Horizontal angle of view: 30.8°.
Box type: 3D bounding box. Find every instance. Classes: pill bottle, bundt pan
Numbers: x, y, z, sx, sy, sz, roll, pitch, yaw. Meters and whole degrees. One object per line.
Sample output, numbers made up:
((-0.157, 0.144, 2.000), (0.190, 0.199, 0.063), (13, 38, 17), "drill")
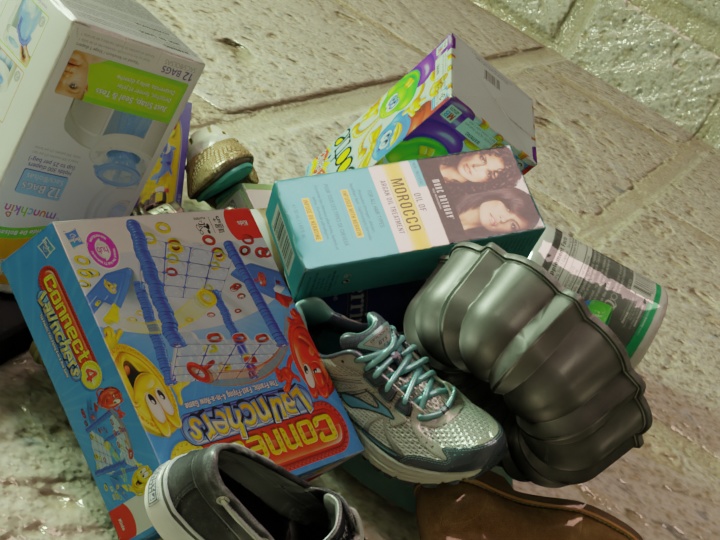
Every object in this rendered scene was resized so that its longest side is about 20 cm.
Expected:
((0.206, 0.022, 1.359), (0.200, 0.113, 0.113), (28, 22, 0), "pill bottle")
((0.000, 0.000, 1.072), (0.199, 0.116, 0.116), (-6, 34, -17), "pill bottle")
((0.108, 0.080, 0.949), (0.202, 0.202, 0.076), (38, 65, 22), "bundt pan")

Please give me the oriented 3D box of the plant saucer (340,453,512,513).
((0.044, 0.117, 1.042), (0.200, 0.036, 0.200), (26, 24, -13), "plant saucer")

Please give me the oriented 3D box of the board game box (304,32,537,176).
((0.048, -0.093, 1.161), (0.105, 0.200, 0.103), (35, 35, -23), "board game box")

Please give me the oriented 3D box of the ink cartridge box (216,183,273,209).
((-0.031, 0.013, 1.188), (0.145, 0.048, 0.200), (-2, 60, -51), "ink cartridge box")

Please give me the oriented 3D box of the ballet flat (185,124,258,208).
((-0.134, -0.096, 1.194), (0.065, 0.070, 0.200), (59, -6, 3), "ballet flat")

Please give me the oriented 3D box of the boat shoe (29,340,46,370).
((-0.164, 0.031, 0.946), (0.063, 0.073, 0.200), (33, 23, 3), "boat shoe")

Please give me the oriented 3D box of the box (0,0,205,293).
((-0.213, -0.090, 0.895), (0.112, 0.200, 0.101), (11, 25, -47), "box")

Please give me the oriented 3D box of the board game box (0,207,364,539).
((-0.110, 0.060, 0.861), (0.200, 0.056, 0.196), (-10, 70, -57), "board game box")

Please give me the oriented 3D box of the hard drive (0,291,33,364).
((-0.320, 0.003, 0.873), (0.200, 0.033, 0.140), (31, 21, 8), "hard drive")

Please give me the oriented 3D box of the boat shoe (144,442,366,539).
((-0.030, 0.159, 0.765), (0.200, 0.068, 0.072), (40, 36, -28), "boat shoe")

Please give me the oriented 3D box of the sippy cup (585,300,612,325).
((0.140, 0.071, 1.165), (0.130, 0.178, 0.140), (22, 55, 12), "sippy cup")

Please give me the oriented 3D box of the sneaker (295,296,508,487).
((0.015, 0.082, 0.924), (0.200, 0.087, 0.078), (23, 40, 33), "sneaker")

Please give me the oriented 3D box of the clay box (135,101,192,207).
((-0.221, -0.096, 1.066), (0.047, 0.115, 0.200), (7, 2, 30), "clay box")

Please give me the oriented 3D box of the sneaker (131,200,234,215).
((-0.180, -0.028, 1.052), (0.200, 0.076, 0.070), (1, 35, -50), "sneaker")

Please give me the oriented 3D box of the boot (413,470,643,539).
((0.124, 0.204, 0.953), (0.199, 0.074, 0.076), (21, 49, -23), "boot")

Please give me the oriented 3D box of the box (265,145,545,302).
((0.035, -0.038, 1.005), (0.199, 0.049, 0.082), (-11, 63, -20), "box")
